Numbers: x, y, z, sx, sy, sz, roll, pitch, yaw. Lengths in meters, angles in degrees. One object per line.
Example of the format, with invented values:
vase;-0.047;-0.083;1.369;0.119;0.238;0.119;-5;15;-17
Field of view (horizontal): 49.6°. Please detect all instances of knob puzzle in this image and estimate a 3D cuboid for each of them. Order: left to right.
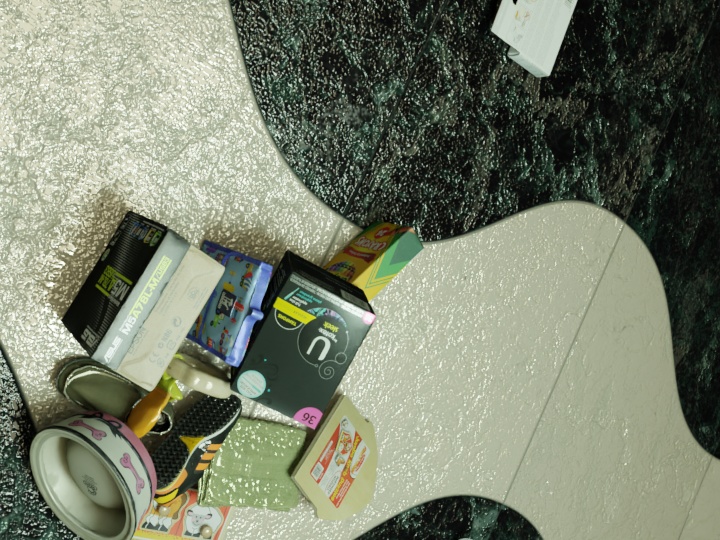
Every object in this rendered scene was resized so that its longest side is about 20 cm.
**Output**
knob puzzle;-0.276;0.364;1.285;0.215;0.030;0.226;-6;101;-30
knob puzzle;-0.035;0.357;1.413;0.217;0.030;0.226;-2;93;-49

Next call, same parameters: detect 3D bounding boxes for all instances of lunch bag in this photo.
lunch bag;-0.192;0.052;1.181;0.093;0.199;0.154;22;87;-32

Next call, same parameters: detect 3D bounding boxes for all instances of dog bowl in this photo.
dog bowl;-0.378;0.293;1.124;0.074;0.196;0.205;-42;122;-54

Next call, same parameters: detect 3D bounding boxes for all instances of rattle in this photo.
rattle;-0.250;0.203;1.205;0.200;0.127;0.146;42;57;-68

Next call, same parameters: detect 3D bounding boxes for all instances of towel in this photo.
towel;-0.182;0.325;1.314;0.197;0.036;0.152;15;76;-35

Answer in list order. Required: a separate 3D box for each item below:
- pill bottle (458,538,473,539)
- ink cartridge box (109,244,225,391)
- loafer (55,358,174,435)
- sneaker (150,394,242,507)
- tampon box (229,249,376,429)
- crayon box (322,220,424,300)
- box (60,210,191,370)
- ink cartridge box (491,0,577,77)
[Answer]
pill bottle;0.250;0.649;1.608;0.112;0.111;0.202;-41;117;-18
ink cartridge box;-0.296;0.054;1.138;0.075;0.164;0.203;34;80;-27
loafer;-0.361;0.194;1.179;0.198;0.069;0.077;29;83;-32
sneaker;-0.260;0.280;1.227;0.200;0.069;0.091;-48;154;-37
tampon box;-0.091;0.104;1.189;0.148;0.126;0.203;26;100;-14
crayon box;0.000;0.000;1.332;0.200;0.126;0.051;-44;117;-18
box;-0.332;0.020;1.090;0.047;0.199;0.195;37;81;-32
ink cartridge box;0.329;-0.503;1.493;0.171;0.043;0.204;23;87;-32
